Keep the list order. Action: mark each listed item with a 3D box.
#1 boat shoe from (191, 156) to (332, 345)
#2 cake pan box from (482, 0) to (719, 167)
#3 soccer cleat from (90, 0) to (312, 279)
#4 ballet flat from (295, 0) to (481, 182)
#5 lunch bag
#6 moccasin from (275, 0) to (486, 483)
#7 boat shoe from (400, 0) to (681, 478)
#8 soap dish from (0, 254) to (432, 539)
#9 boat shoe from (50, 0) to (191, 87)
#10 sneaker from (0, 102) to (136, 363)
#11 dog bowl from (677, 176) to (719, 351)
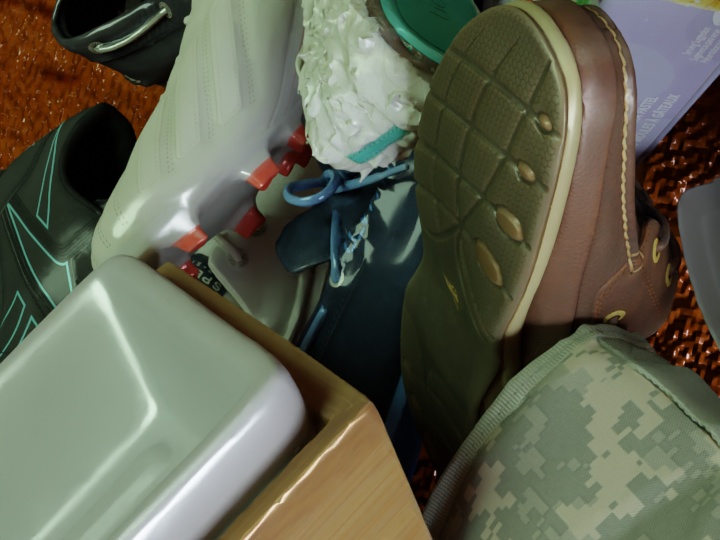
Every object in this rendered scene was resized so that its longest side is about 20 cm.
[{"bbox_3d":[-0.037,0.007,0.950,0.071,0.070,0.200,13,89,53],"label":"boat shoe"},{"bbox_3d":[0.086,-0.141,0.788,0.184,0.052,0.200,130,149,-65],"label":"cake pan box"},{"bbox_3d":[-0.038,-0.076,0.913,0.200,0.078,0.069,-51,-5,-20],"label":"soccer cleat"},{"bbox_3d":[0.000,-0.104,0.851,0.072,0.072,0.200,-47,26,32],"label":"ballet flat"},{"bbox_3d":[0.081,0.134,0.718,0.164,0.118,0.200,46,119,50],"label":"lunch bag"},{"bbox_3d":[0.000,0.000,0.883,0.068,0.080,0.200,20,94,14],"label":"moccasin"},{"bbox_3d":[0.056,-0.009,0.770,0.200,0.068,0.072,96,154,-52],"label":"boat shoe"},{"bbox_3d":[-0.071,0.084,0.770,0.157,0.081,0.200,-47,22,-6],"label":"soap dish"},{"bbox_3d":[-0.054,-0.135,1.010,0.200,0.063,0.073,-43,49,46],"label":"boat shoe"},{"bbox_3d":[-0.107,0.020,1.033,0.079,0.075,0.200,-44,47,31],"label":"sneaker"},{"bbox_3d":[0.175,-0.042,0.704,0.200,0.059,0.200,-22,61,47],"label":"dog bowl"}]
